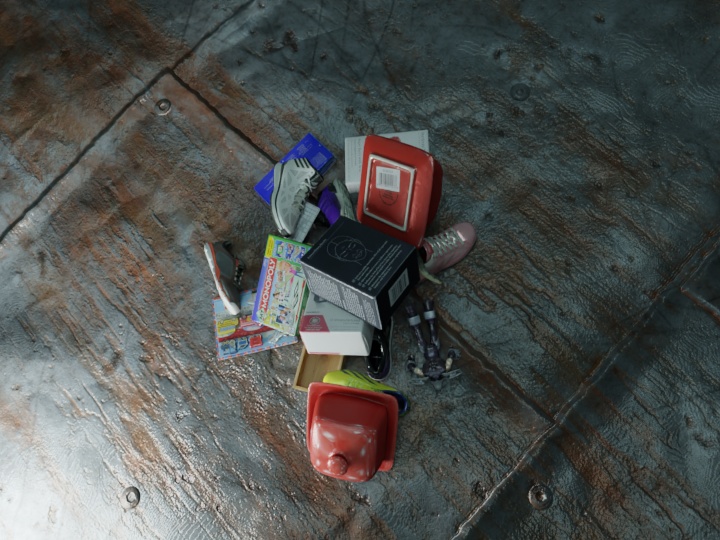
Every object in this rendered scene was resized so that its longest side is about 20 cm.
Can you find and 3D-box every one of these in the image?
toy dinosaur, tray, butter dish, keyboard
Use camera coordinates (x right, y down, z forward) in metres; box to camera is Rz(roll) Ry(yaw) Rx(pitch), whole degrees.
[{"bbox_3d":[0.098,-0.029,1.292,0.088,0.047,0.202,-38,55,16],"label":"toy dinosaur"},{"bbox_3d":[-0.079,0.180,1.357,0.097,0.037,0.204,11,76,12],"label":"tray"},{"bbox_3d":[0.104,-0.175,1.266,0.198,0.146,0.203,28,121,40],"label":"butter dish"},{"bbox_3d":[-0.031,0.352,1.209,0.196,0.148,0.203,8,116,11],"label":"butter dish"},{"bbox_3d":[-0.161,-0.066,1.398,0.056,0.011,0.203,27,87,37],"label":"keyboard"}]

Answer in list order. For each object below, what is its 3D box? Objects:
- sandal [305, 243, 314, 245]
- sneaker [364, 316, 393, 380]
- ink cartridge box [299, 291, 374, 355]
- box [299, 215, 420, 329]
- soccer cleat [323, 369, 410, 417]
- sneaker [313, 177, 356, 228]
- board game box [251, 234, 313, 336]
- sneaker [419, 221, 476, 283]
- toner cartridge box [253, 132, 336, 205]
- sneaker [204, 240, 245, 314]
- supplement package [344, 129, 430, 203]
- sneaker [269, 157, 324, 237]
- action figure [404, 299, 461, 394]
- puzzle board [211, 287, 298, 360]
[{"bbox_3d":[-0.129,-0.030,1.405,0.207,0.070,0.079,15,77,13],"label":"sandal"},{"bbox_3d":[0.036,0.136,1.323,0.074,0.088,0.204,-8,73,7],"label":"sneaker"},{"bbox_3d":[-0.038,0.076,1.299,0.142,0.086,0.203,-1,48,15],"label":"ink cartridge box"},{"bbox_3d":[0.000,0.000,1.225,0.198,0.108,0.149,26,59,29],"label":"box"},{"bbox_3d":[0.015,0.260,1.279,0.196,0.084,0.066,20,78,2],"label":"soccer cleat"},{"bbox_3d":[-0.068,-0.125,1.405,0.098,0.070,0.202,-26,43,15],"label":"sneaker"},{"bbox_3d":[-0.172,0.032,1.351,0.132,0.029,0.204,15,95,30],"label":"board game box"},{"bbox_3d":[0.181,-0.050,1.345,0.199,0.105,0.076,-36,69,-3],"label":"sneaker"},{"bbox_3d":[-0.162,-0.238,1.484,0.200,0.043,0.095,-45,74,-5],"label":"toner cartridge box"},{"bbox_3d":[-0.310,0.006,1.419,0.080,0.077,0.203,-19,66,-15],"label":"sneaker"},{"bbox_3d":[0.068,-0.243,1.408,0.195,0.120,0.124,-4,73,7],"label":"supplement package"},{"bbox_3d":[-0.144,-0.180,1.380,0.113,0.076,0.204,-15,62,22],"label":"sneaker"},{"bbox_3d":[0.154,0.170,1.309,0.127,0.069,0.204,-11,77,-2],"label":"action figure"},{"bbox_3d":[-0.253,0.117,1.412,0.196,0.017,0.154,-13,73,5],"label":"puzzle board"}]
